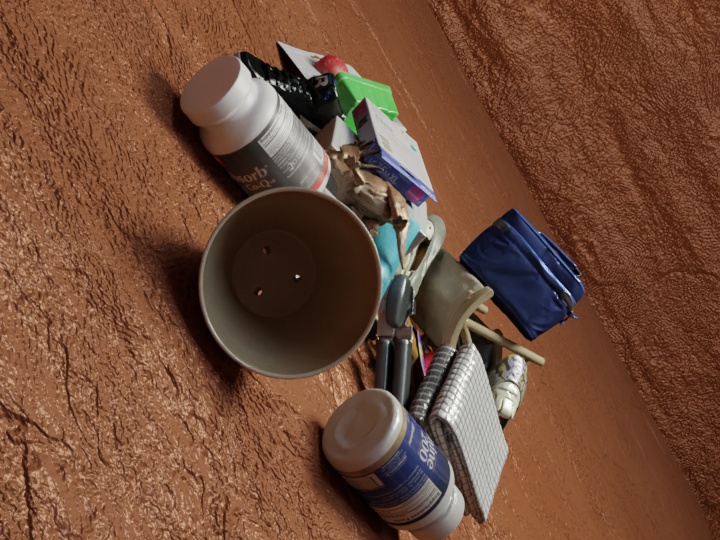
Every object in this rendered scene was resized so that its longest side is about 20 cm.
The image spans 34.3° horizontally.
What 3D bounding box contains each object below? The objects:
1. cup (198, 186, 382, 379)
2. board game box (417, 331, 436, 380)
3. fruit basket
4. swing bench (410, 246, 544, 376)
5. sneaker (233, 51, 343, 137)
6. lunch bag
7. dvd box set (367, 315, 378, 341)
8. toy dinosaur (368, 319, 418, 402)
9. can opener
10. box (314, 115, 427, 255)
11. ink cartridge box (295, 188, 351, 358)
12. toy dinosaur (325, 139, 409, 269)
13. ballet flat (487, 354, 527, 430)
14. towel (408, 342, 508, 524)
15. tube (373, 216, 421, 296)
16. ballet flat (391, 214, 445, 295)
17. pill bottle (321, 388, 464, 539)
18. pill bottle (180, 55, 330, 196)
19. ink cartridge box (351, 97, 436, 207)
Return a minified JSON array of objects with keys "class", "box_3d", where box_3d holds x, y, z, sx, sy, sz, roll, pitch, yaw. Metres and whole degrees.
[{"class":"cup","box_3d":[-0.088,0.008,1.295,0.202,0.199,0.143,60,-9,-11]},{"class":"board game box","box_3d":[0.122,0.176,1.756,0.200,0.038,0.161,62,18,-72]},{"class":"fruit basket","box_3d":[-0.035,-0.303,1.964,0.184,0.095,0.200,8,31,-47]},{"class":"swing bench","box_3d":[0.156,0.084,1.850,0.200,0.129,0.199,49,-1,-35]},{"class":"sneaker","box_3d":[-0.098,-0.280,1.744,0.200,0.111,0.074,45,24,-46]},{"class":"lunch bag","box_3d":[0.263,0.008,1.823,0.200,0.132,0.136,48,-1,7]},{"class":"dvd box set","box_3d":[0.000,0.000,1.771,0.148,0.029,0.201,59,18,-17]},{"class":"toy dinosaur","box_3d":[0.066,0.124,1.682,0.106,0.060,0.204,5,77,-60]},{"class":"can opener","box_3d":[0.041,0.108,1.598,0.066,0.052,0.204,32,59,-64]},{"class":"box","box_3d":[-0.001,-0.111,1.734,0.200,0.097,0.125,42,21,-16]},{"class":"ink cartridge box","box_3d":[-0.044,-0.010,1.574,0.173,0.043,0.202,43,35,-37]},{"class":"toy dinosaur","box_3d":[0.016,-0.103,1.579,0.200,0.086,0.136,45,23,-6]},{"class":"ballet flat","box_3d":[0.202,0.225,1.768,0.071,0.202,0.072,30,5,-3]},{"class":"towel","box_3d":[0.135,0.228,1.635,0.166,0.084,0.202,-60,137,-51]},{"class":"tube","box_3d":[0.030,-0.026,1.607,0.078,0.050,0.201,47,43,-20]},{"class":"ballet flat","box_3d":[0.085,-0.035,1.806,0.064,0.066,0.202,72,32,-41]},{"class":"pill bottle","box_3d":[0.047,0.246,1.429,0.201,0.110,0.112,51,21,-35]},{"class":"pill bottle","box_3d":[-0.133,-0.169,1.482,0.200,0.115,0.117,48,23,-40]},{"class":"ink cartridge box","box_3d":[0.048,-0.172,1.747,0.119,0.042,0.201,38,19,-27]}]
